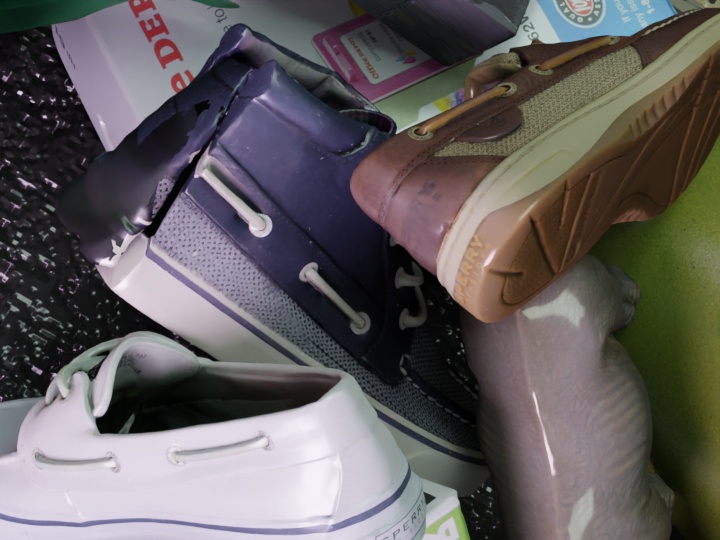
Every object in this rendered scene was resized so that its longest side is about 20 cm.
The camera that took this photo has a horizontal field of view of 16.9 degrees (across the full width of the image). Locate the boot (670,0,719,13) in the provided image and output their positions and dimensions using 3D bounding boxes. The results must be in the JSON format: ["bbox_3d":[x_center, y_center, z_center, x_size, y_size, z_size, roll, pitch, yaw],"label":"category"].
[{"bbox_3d":[0.127,-0.160,1.063,0.200,0.073,0.151,35,51,-3],"label":"boot"}]

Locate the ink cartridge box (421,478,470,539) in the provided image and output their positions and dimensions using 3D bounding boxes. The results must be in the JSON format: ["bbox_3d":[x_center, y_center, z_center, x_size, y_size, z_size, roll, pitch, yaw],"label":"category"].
[{"bbox_3d":[-0.012,0.131,0.729,0.147,0.200,0.076,-31,115,-29],"label":"ink cartridge box"}]

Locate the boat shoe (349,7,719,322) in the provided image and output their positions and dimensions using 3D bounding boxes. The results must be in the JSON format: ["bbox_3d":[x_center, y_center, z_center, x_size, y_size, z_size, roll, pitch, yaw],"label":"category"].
[{"bbox_3d":[0.067,-0.051,0.800,0.072,0.072,0.200,32,40,20],"label":"boat shoe"}]

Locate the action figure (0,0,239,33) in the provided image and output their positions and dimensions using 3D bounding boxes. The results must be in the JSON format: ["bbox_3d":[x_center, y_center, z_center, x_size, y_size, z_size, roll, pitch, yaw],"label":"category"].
[{"bbox_3d":[-0.155,-0.112,0.840,0.118,0.199,0.055,34,58,-54],"label":"action figure"}]

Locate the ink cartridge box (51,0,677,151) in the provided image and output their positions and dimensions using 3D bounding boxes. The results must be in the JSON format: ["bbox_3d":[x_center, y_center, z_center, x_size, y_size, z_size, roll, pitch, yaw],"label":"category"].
[{"bbox_3d":[0.000,-0.086,0.908,0.199,0.085,0.145,-26,72,-12],"label":"ink cartridge box"}]

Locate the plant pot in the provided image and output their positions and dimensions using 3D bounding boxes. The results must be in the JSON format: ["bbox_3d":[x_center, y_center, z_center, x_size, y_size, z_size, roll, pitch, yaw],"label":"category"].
[{"bbox_3d":[0.169,0.032,0.911,0.193,0.201,0.200,37,51,14],"label":"plant pot"}]

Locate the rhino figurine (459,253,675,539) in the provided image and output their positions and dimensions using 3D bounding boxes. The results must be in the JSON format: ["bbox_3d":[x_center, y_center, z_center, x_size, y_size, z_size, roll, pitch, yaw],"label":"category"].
[{"bbox_3d":[0.076,0.081,0.823,0.087,0.059,0.201,-20,99,-76],"label":"rhino figurine"}]

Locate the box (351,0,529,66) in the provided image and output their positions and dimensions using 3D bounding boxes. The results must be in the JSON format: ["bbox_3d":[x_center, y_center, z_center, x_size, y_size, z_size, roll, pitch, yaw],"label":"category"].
[{"bbox_3d":[0.018,-0.198,0.847,0.158,0.048,0.201,33,65,-23],"label":"box"}]

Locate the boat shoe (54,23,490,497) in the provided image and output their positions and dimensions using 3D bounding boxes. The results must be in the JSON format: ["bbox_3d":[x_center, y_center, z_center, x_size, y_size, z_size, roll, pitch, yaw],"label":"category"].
[{"bbox_3d":[0.000,0.000,0.810,0.200,0.093,0.075,34,12,-39],"label":"boat shoe"}]

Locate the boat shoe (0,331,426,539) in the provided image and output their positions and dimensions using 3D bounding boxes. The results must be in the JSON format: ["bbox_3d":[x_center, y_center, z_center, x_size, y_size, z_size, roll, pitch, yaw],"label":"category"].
[{"bbox_3d":[-0.066,0.050,0.768,0.074,0.199,0.067,-43,124,-46],"label":"boat shoe"}]
